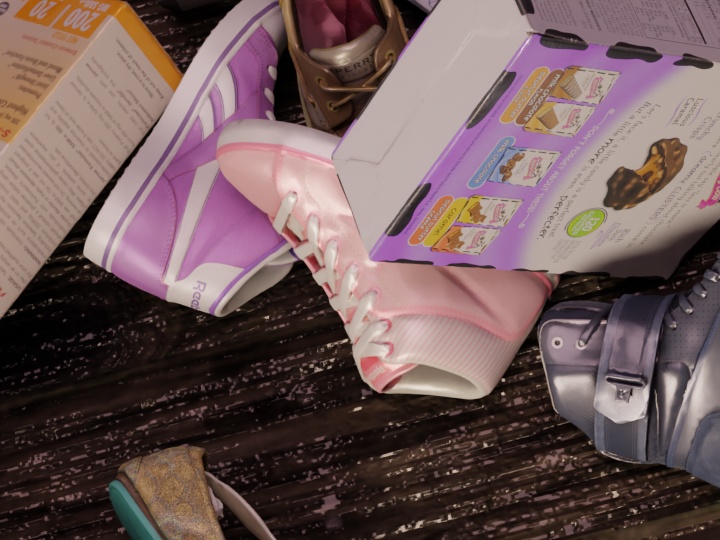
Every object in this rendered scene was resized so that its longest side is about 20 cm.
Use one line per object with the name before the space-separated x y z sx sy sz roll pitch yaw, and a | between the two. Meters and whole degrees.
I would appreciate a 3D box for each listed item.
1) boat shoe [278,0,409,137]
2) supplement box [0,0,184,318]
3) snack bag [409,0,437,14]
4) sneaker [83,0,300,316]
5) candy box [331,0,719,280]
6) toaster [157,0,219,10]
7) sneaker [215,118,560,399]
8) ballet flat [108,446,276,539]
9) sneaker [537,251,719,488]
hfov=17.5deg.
boat shoe | -0.007 -0.117 1.299 0.074 0.066 0.201 -23 86 3
supplement box | -0.211 -0.068 1.333 0.126 0.074 0.201 18 65 44
snack bag | 0.126 -0.184 1.337 0.188 0.021 0.200 -36 41 -8
sneaker | -0.062 -0.060 1.328 0.114 0.073 0.201 25 64 5
candy box | 0.113 -0.076 1.178 0.199 0.168 0.072 4 50 -33
toaster | -0.072 -0.257 1.407 0.128 0.114 0.201 -8 58 4
sneaker | 0.000 0.000 1.242 0.199 0.075 0.105 26 72 -1
ballet flat | -0.062 0.170 1.194 0.070 0.071 0.201 -30 59 -5
sneaker | 0.167 0.006 1.181 0.145 0.077 0.204 15 101 24
